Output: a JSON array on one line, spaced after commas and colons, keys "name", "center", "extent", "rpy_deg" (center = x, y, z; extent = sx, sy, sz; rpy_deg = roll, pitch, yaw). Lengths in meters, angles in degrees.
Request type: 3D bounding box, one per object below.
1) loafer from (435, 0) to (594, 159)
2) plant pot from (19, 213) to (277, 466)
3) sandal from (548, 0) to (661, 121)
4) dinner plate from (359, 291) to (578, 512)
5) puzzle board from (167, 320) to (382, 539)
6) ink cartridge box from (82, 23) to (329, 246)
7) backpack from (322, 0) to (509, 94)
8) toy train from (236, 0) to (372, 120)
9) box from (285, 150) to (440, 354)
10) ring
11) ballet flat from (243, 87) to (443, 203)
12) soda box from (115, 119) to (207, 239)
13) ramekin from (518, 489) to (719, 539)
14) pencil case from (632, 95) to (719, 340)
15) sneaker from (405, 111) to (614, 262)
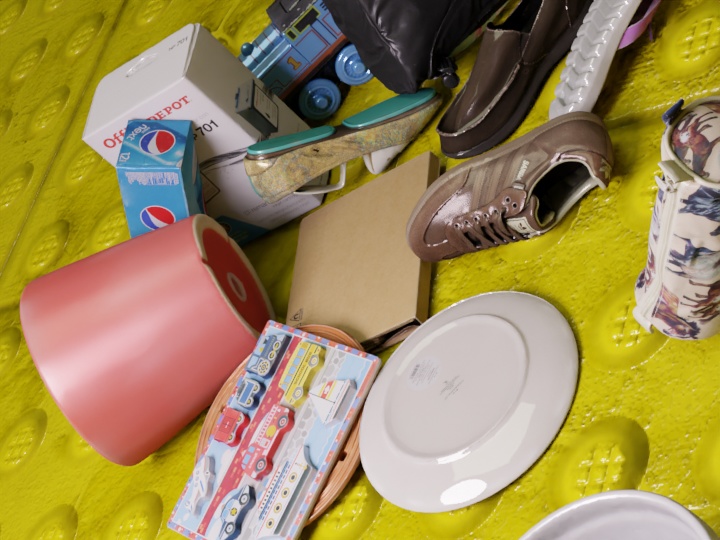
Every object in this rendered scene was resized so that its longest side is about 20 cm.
[{"name": "loafer", "center": [0.126, -0.190, 1.614], "extent": [0.200, 0.071, 0.073], "rpy_deg": [-54, 32, -7]}, {"name": "plant pot", "center": [-0.183, 0.053, 1.653], "extent": [0.177, 0.201, 0.201], "rpy_deg": [-30, 36, 11]}, {"name": "sandal", "center": [0.223, -0.206, 1.541], "extent": [0.203, 0.050, 0.082], "rpy_deg": [-62, 17, 4]}, {"name": "dinner plate", "center": [0.078, 0.095, 1.404], "extent": [0.199, 0.024, 0.201], "rpy_deg": [-25, 41, 24]}, {"name": "puzzle board", "center": [-0.076, 0.145, 1.514], "extent": [0.150, 0.017, 0.201], "rpy_deg": [15, 76, 49]}, {"name": "ink cartridge box", "center": [-0.148, -0.124, 1.761], "extent": [0.146, 0.200, 0.086], "rpy_deg": [-26, 39, 33]}, {"name": "backpack", "center": [0.066, -0.282, 1.704], "extent": [0.200, 0.167, 0.126], "rpy_deg": [-43, 25, -20]}, {"name": "toy train", "center": [-0.071, -0.206, 1.831], "extent": [0.200, 0.114, 0.087], "rpy_deg": [-43, 32, 9]}, {"name": "box", "center": [0.000, 0.000, 1.619], "extent": [0.163, 0.021, 0.201], "rpy_deg": [-27, 39, 32]}, {"name": "ring", "center": [-0.063, 0.139, 1.533], "extent": [0.200, 0.019, 0.201], "rpy_deg": [-25, 49, 31]}, {"name": "ballet flat", "center": [-0.012, -0.114, 1.698], "extent": [0.199, 0.071, 0.071], "rpy_deg": [-20, 32, -9]}, {"name": "soda box", "center": [-0.184, -0.049, 1.732], "extent": [0.064, 0.201, 0.068], "rpy_deg": [2, 47, 5]}, {"name": "ramekin", "center": [0.162, 0.244, 1.092], "extent": [0.200, 0.105, 0.201], "rpy_deg": [-31, 37, 27]}, {"name": "pencil case", "center": [0.231, -0.031, 1.221], "extent": [0.089, 0.200, 0.078], "rpy_deg": [-17, 56, -10]}, {"name": "sneaker", "center": [0.120, -0.056, 1.486], "extent": [0.200, 0.070, 0.076], "rpy_deg": [-35, 36, 23]}]
